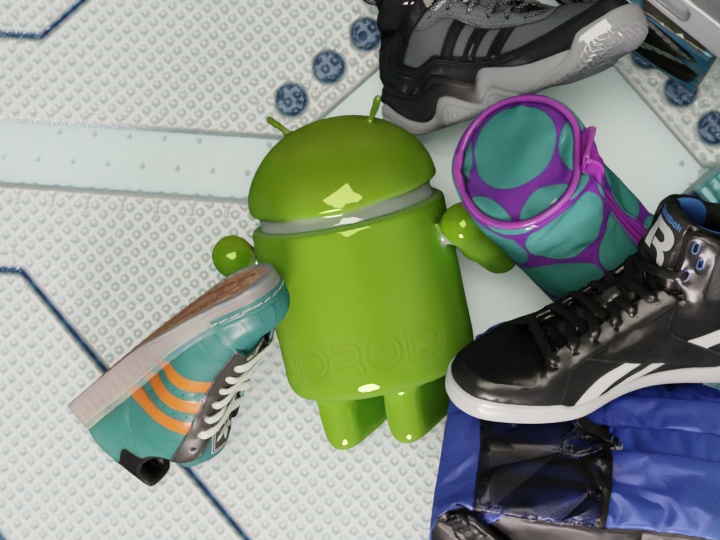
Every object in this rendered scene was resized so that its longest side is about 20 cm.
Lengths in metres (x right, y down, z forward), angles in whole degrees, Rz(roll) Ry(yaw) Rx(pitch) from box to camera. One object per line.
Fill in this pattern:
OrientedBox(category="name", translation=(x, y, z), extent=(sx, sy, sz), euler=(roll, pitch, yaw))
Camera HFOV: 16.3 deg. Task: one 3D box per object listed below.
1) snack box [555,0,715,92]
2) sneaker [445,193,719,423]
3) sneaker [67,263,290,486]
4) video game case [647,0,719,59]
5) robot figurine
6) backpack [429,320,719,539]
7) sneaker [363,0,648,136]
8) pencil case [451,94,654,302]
OrientedBox(category="snack box", translation=(0.130, -0.184, 1.503), extent=(0.199, 0.116, 0.037), euler=(35, 86, 5))
OrientedBox(category="sneaker", translation=(0.142, 0.012, 1.384), extent=(0.199, 0.073, 0.112), euler=(-11, 130, -19))
OrientedBox(category="sneaker", translation=(-0.092, 0.064, 1.483), extent=(0.080, 0.200, 0.071), euler=(51, 47, -4))
OrientedBox(category="video game case", translation=(0.201, -0.208, 1.472), extent=(0.182, 0.200, 0.022), euler=(40, 131, 11))
OrientedBox(category="robot figurine", translation=(0.000, 0.000, 1.483), extent=(0.175, 0.116, 0.201), euler=(-8, 101, 26))
OrientedBox(category="backpack", translation=(0.146, 0.121, 1.458), extent=(0.199, 0.163, 0.169), euler=(8, 66, 5))
OrientedBox(category="sneaker", translation=(0.074, -0.153, 1.476), extent=(0.199, 0.075, 0.114), euler=(-17, 93, 45))
OrientedBox(category="pencil case", translation=(0.131, -0.023, 1.453), extent=(0.092, 0.200, 0.086), euler=(-4, 65, 30))
